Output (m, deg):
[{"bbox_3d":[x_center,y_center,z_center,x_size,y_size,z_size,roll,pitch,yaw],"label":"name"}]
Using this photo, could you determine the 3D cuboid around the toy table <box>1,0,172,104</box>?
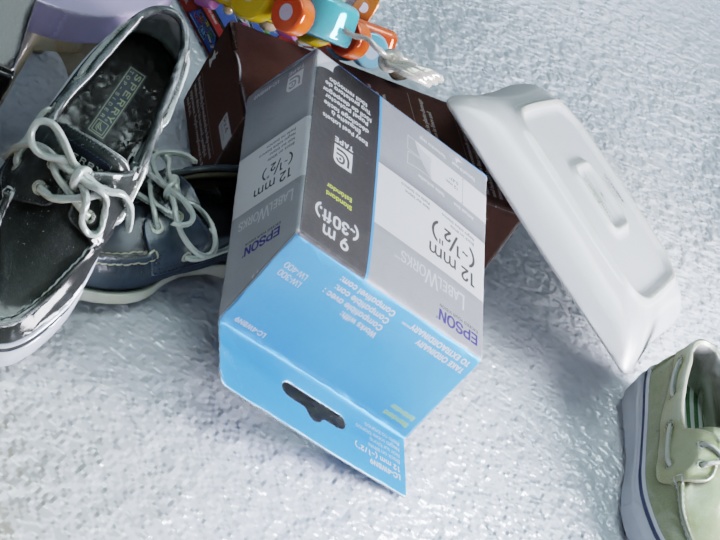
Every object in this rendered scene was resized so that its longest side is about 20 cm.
[{"bbox_3d":[-0.182,-0.151,1.020,0.184,0.117,0.200,36,31,2],"label":"toy table"}]

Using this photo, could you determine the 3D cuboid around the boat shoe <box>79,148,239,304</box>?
[{"bbox_3d":[-0.102,-0.027,0.983,0.199,0.062,0.075,-3,49,-44],"label":"boat shoe"}]

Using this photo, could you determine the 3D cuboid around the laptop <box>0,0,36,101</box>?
[{"bbox_3d":[-0.258,-0.134,0.853,0.187,0.200,0.116,21,32,-20],"label":"laptop"}]

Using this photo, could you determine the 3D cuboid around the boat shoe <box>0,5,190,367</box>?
[{"bbox_3d":[-0.139,-0.045,0.886,0.073,0.068,0.200,36,66,-8],"label":"boat shoe"}]

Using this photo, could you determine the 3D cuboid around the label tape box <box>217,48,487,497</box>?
[{"bbox_3d":[0.000,0.000,0.974,0.143,0.066,0.201,35,41,-32],"label":"label tape box"}]

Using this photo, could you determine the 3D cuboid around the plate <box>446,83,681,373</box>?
[{"bbox_3d":[0.145,-0.041,1.171,0.200,0.032,0.200,56,20,4],"label":"plate"}]

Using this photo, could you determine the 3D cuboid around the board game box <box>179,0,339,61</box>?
[{"bbox_3d":[-0.083,-0.191,1.254,0.103,0.019,0.200,6,42,-40],"label":"board game box"}]

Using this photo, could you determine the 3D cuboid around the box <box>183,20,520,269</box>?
[{"bbox_3d":[-0.005,-0.070,1.121,0.199,0.075,0.100,20,35,-26],"label":"box"}]

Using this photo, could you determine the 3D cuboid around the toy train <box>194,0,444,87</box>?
[{"bbox_3d":[-0.016,-0.156,1.057,0.150,0.056,0.200,19,5,-15],"label":"toy train"}]

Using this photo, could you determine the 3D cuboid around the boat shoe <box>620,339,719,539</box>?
[{"bbox_3d":[0.195,0.117,1.069,0.072,0.062,0.201,23,35,-19],"label":"boat shoe"}]
